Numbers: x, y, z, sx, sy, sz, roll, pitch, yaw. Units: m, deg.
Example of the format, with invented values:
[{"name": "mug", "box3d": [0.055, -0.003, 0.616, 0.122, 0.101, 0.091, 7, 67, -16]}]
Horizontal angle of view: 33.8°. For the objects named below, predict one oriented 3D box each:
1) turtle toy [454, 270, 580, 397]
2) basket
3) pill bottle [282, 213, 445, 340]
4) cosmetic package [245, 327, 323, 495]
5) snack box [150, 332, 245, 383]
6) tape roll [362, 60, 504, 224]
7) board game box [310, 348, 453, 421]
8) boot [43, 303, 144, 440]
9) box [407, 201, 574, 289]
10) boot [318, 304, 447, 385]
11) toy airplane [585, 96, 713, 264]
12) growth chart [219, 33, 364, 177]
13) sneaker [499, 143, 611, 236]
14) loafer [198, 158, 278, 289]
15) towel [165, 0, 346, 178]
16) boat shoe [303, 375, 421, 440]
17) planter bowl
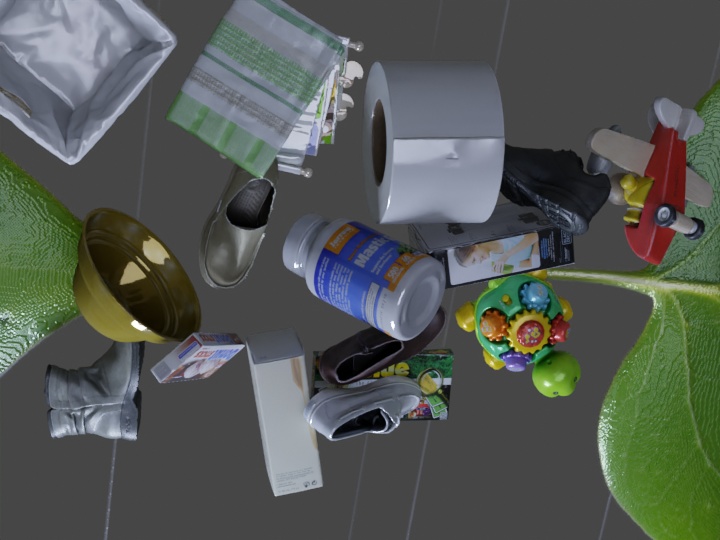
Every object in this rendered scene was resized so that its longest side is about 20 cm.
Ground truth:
[{"name": "turtle toy", "box3d": [0.234, 0.088, 1.638, 0.145, 0.101, 0.200, -36, 112, 3]}, {"name": "basket", "box3d": [-0.345, -0.270, 1.371, 0.198, 0.161, 0.200, 40, 99, -20]}, {"name": "pill bottle", "box3d": [0.000, 0.000, 1.510, 0.112, 0.199, 0.113, -38, 142, -38]}, {"name": "cosmetic package", "box3d": [-0.103, 0.191, 1.610, 0.071, 0.105, 0.201, -10, 112, -9]}, {"name": "snack box", "box3d": [-0.205, 0.110, 1.519, 0.072, 0.200, 0.024, -41, 82, 5]}, {"name": "tape roll", "box3d": [0.086, -0.159, 1.471, 0.138, 0.203, 0.204, -1, 109, -11]}, {"name": "board game box", "box3d": [0.030, 0.163, 1.669, 0.199, 0.023, 0.106, -1, 107, -10]}, {"name": "boot", "box3d": [-0.355, 0.136, 1.566, 0.130, 0.068, 0.201, 5, 107, -6]}, {"name": "box", "box3d": [0.171, -0.037, 1.576, 0.199, 0.117, 0.061, -11, 114, -8]}, {"name": "boot", "box3d": [0.042, 0.099, 1.560, 0.199, 0.166, 0.073, -25, 93, -10]}, {"name": "toy airplane", "box3d": [0.386, -0.131, 1.586, 0.199, 0.141, 0.201, -39, 107, -36]}, {"name": "growth chart", "box3d": [-0.082, -0.216, 1.516, 0.144, 0.018, 0.201, 17, 105, -16]}, {"name": "sneaker", "box3d": [0.239, -0.123, 1.534, 0.091, 0.200, 0.076, -46, 147, -11]}, {"name": "loafer", "box3d": [-0.158, -0.059, 1.525, 0.075, 0.068, 0.201, 14, 112, -15]}, {"name": "towel", "box3d": [-0.130, -0.235, 1.463, 0.149, 0.031, 0.201, 32, 90, -1]}, {"name": "boat shoe", "box3d": [0.017, 0.189, 1.584, 0.199, 0.069, 0.072, 3, 124, -47]}, {"name": "planter bowl", "box3d": [-0.297, 0.026, 1.476, 0.083, 0.201, 0.200, -36, 112, 19]}]
